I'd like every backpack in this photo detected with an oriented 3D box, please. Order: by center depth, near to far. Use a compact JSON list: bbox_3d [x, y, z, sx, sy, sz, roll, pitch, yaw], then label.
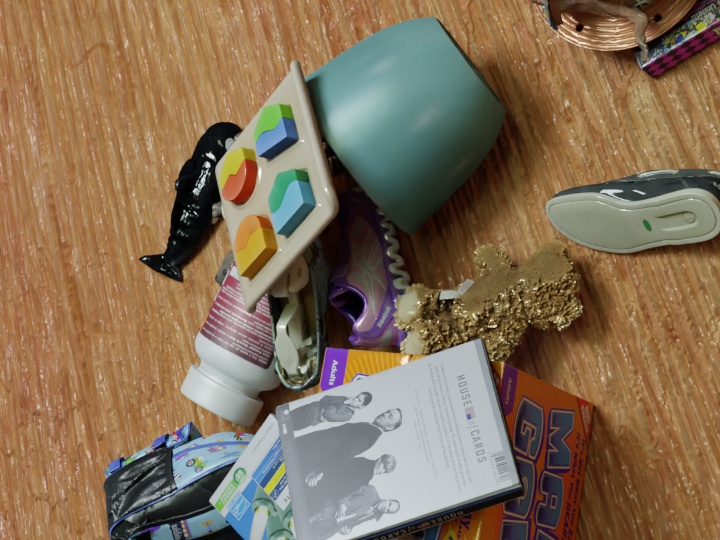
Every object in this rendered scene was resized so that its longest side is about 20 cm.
[{"bbox_3d":[-0.153,0.248,1.574,0.198,0.183,0.135,-29,36,3],"label":"backpack"}]

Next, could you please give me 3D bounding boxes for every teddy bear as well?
[{"bbox_3d":[0.127,0.041,1.490,0.198,0.067,0.145,-29,40,-3],"label":"teddy bear"}]

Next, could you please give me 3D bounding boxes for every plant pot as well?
[{"bbox_3d":[0.056,-0.166,1.555,0.160,0.200,0.202,-37,58,10],"label":"plant pot"}]

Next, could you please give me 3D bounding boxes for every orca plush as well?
[{"bbox_3d":[-0.212,-0.093,1.781,0.105,0.071,0.201,43,100,35],"label":"orca plush"}]

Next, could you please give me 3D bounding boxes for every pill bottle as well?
[{"bbox_3d":[-0.117,0.063,1.645,0.109,0.109,0.202,27,91,36],"label":"pill bottle"}]

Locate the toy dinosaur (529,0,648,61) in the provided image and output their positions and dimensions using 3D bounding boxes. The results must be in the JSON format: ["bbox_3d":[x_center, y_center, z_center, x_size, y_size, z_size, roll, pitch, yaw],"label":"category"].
[{"bbox_3d":[0.237,-0.287,1.423,0.201,0.134,0.087,116,166,-55],"label":"toy dinosaur"}]

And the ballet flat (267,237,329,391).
[{"bbox_3d":[-0.070,0.033,1.553,0.073,0.074,0.203,0,108,33],"label":"ballet flat"}]

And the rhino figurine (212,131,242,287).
[{"bbox_3d":[-0.128,-0.058,1.722,0.087,0.060,0.203,11,83,39],"label":"rhino figurine"}]

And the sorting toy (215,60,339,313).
[{"bbox_3d":[-0.095,-0.085,1.509,0.200,0.036,0.187,-50,45,42],"label":"sorting toy"}]

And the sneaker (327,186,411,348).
[{"bbox_3d":[0.000,0.000,1.586,0.087,0.081,0.202,-11,61,-15],"label":"sneaker"}]

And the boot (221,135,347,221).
[{"bbox_3d":[-0.076,-0.118,1.660,0.107,0.076,0.200,-12,26,48],"label":"boot"}]

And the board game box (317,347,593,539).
[{"bbox_3d":[0.081,0.198,1.411,0.198,0.199,0.203,2,77,34],"label":"board game box"}]

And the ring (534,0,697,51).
[{"bbox_3d":[0.265,-0.319,1.507,0.198,0.019,0.204,-6,78,28],"label":"ring"}]

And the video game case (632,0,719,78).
[{"bbox_3d":[0.343,-0.321,1.500,0.199,0.036,0.183,-31,59,23],"label":"video game case"}]

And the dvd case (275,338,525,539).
[{"bbox_3d":[0.030,0.154,1.274,0.197,0.025,0.152,-19,53,8],"label":"dvd case"}]

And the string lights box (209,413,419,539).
[{"bbox_3d":[-0.035,0.231,1.318,0.200,0.059,0.103,39,96,36],"label":"string lights box"}]

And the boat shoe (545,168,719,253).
[{"bbox_3d":[0.276,-0.064,1.459,0.198,0.072,0.068,-2,37,40],"label":"boat shoe"}]
